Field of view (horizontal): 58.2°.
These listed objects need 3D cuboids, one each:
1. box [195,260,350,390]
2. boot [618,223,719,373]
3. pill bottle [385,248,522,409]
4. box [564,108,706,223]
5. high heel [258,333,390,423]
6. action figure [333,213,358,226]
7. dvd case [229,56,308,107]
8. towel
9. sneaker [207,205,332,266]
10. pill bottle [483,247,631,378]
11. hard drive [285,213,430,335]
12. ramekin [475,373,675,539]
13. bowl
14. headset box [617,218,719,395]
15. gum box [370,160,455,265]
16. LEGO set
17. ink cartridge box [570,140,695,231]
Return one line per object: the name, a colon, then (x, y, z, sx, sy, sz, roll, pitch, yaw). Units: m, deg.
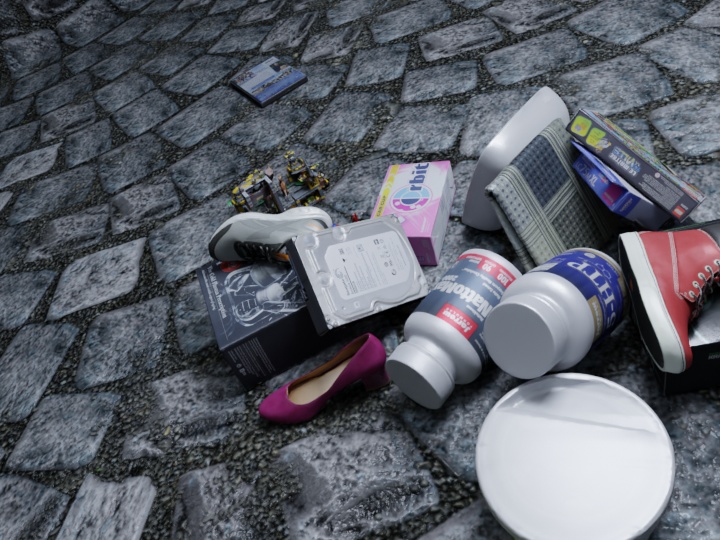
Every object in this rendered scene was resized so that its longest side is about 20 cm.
box: (-0.141, 0.049, 1.013, 0.180, 0.105, 0.201, -26, 42, -7)
boot: (0.376, 0.022, 0.713, 0.142, 0.073, 0.201, -6, 42, 15)
pill bottle: (0.128, 0.079, 0.860, 0.119, 0.120, 0.200, 22, 58, 38)
box: (0.383, -0.149, 0.899, 0.200, 0.035, 0.110, 45, 30, 17)
high heel: (-0.059, 0.143, 0.888, 0.198, 0.097, 0.068, -22, 42, 0)
action figure: (-0.102, -0.067, 1.161, 0.197, 0.052, 0.066, -8, 47, 18)
dvd case: (-0.240, -0.490, 1.671, 0.142, 0.018, 0.200, -35, 45, -13)
towel: (0.277, -0.087, 0.925, 0.192, 0.201, 0.034, -44, 17, -27)
sneaker: (-0.141, -0.043, 0.979, 0.197, 0.074, 0.080, -10, 48, 12)
pill bottle: (0.237, 0.052, 0.784, 0.119, 0.121, 0.199, 19, 28, 36)
hard drive: (0.000, 0.000, 0.937, 0.198, 0.038, 0.141, -15, 77, -36)
ramekin: (0.227, 0.219, 0.693, 0.199, 0.095, 0.204, -12, 43, 12)
bowl: (0.252, -0.162, 1.013, 0.074, 0.201, 0.200, 35, 64, 19)
headset box: (0.430, 0.042, 0.789, 0.172, 0.093, 0.202, -13, 43, 10)
gum box: (0.089, -0.103, 1.099, 0.112, 0.067, 0.202, 0, 47, 21)
LEGO set: (-0.167, -0.170, 1.238, 0.198, 0.117, 0.154, -27, 42, -6)
ink cartridge box: (0.379, -0.108, 0.909, 0.042, 0.198, 0.120, -53, 34, 27)
